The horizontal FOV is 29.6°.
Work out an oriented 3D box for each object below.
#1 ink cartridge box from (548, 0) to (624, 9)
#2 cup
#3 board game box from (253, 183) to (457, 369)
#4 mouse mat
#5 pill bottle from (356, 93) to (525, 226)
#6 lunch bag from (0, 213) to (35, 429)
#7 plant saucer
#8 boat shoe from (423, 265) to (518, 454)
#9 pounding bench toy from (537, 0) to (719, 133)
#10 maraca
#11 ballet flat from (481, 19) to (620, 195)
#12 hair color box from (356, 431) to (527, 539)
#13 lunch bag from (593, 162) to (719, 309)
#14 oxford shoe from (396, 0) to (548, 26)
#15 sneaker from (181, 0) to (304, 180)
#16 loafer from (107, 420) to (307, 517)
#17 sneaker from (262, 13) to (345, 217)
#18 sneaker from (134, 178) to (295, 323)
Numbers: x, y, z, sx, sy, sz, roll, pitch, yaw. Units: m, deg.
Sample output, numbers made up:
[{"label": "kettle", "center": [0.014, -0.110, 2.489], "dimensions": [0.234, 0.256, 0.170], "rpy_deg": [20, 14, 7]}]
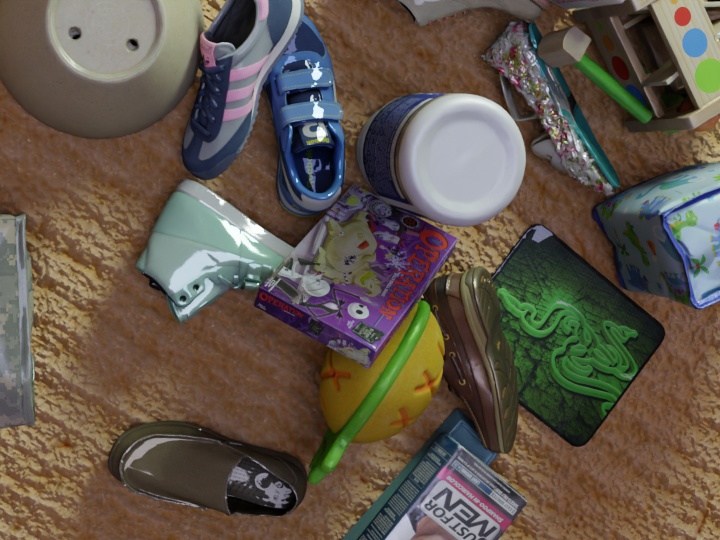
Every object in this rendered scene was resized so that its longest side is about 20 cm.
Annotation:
[{"label": "ink cartridge box", "center": [0.156, -0.325, 1.278], "dimensions": [0.199, 0.146, 0.083], "rpy_deg": [24, 92, -15]}, {"label": "cup", "center": [-0.228, -0.214, 1.199], "dimensions": [0.199, 0.143, 0.201], "rpy_deg": [-2, 98, -14]}, {"label": "board game box", "center": [0.000, 0.000, 1.253], "dimensions": [0.120, 0.200, 0.032], "rpy_deg": [31, 130, 6]}, {"label": "mouse mat", "center": [0.206, 0.069, 1.415], "dimensions": [0.200, 0.008, 0.161], "rpy_deg": [38, 87, -16]}, {"label": "pill bottle", "center": [0.066, -0.106, 1.257], "dimensions": [0.115, 0.200, 0.116], "rpy_deg": [-2, 98, -15]}, {"label": "lunch bag", "center": [-0.374, 0.049, 1.210], "dimensions": [0.163, 0.118, 0.201], "rpy_deg": [-2, 93, -15]}, {"label": "plant saucer", "center": [0.060, 0.238, 1.395], "dimensions": [0.070, 0.019, 0.200], "rpy_deg": [43, 85, -16]}, {"label": "boat shoe", "center": [0.113, 0.092, 1.365], "dimensions": [0.067, 0.072, 0.201], "rpy_deg": [-7, 111, 23]}, {"label": "pounding bench toy", "center": [0.286, -0.201, 1.331], "dimensions": [0.200, 0.124, 0.156], "rpy_deg": [-31, 104, -13]}, {"label": "maraca", "center": [0.008, 0.115, 1.299], "dimensions": [0.107, 0.137, 0.200], "rpy_deg": [33, 96, -1]}, {"label": "ballet flat", "center": [0.188, -0.155, 1.359], "dimensions": [0.064, 0.076, 0.200], "rpy_deg": [-27, 100, 22]}, {"label": "hair color box", "center": [0.064, 0.273, 1.361], "dimensions": [0.100, 0.061, 0.200], "rpy_deg": [40, 87, -16]}, {"label": "lunch bag", "center": [0.362, -0.050, 1.354], "dimensions": [0.199, 0.170, 0.128], "rpy_deg": [-27, 103, -11]}, {"label": "oxford shoe", "center": [0.081, -0.268, 1.313], "dimensions": [0.199, 0.071, 0.074], "rpy_deg": [16, 98, -6]}, {"label": "sneaker", "center": [-0.128, -0.180, 1.244], "dimensions": [0.082, 0.070, 0.201], "rpy_deg": [8, 109, -55]}, {"label": "loafer", "center": [-0.142, 0.194, 1.312], "dimensions": [0.199, 0.067, 0.076], "rpy_deg": [9, 95, -15]}, {"label": "sneaker", "center": [-0.051, -0.150, 1.284], "dimensions": [0.074, 0.082, 0.201], "rpy_deg": [-12, 97, -11]}, {"label": "sneaker", "center": [-0.116, 0.016, 1.291], "dimensions": [0.200, 0.074, 0.118], "rpy_deg": [34, 82, -6]}]
